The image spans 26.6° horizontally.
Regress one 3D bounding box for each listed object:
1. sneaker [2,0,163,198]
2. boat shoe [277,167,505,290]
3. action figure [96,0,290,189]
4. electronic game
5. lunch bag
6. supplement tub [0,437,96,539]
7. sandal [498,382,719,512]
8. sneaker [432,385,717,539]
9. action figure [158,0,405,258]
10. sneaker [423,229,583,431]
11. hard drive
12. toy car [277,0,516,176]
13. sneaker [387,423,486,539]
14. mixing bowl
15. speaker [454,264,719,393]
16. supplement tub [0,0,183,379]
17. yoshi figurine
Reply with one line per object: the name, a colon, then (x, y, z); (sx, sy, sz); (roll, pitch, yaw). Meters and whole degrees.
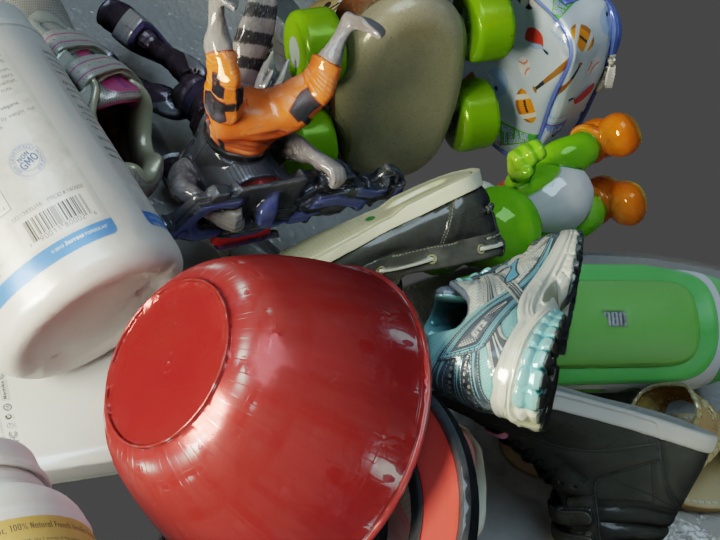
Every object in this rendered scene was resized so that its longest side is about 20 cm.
sneaker: (-0.188, -0.122, 1.031); (0.081, 0.088, 0.202); (-27, 90, -53)
boat shoe: (0.000, 0.000, 1.019); (0.198, 0.068, 0.072); (-23, 14, 2)
action figure: (-0.123, -0.128, 1.095); (0.199, 0.069, 0.131); (34, 80, 28)
electronic game: (-0.022, 0.147, 0.859); (0.042, 0.199, 0.201); (35, 29, -48)
lunch bag: (0.114, -0.194, 1.188); (0.075, 0.161, 0.200); (-26, 61, -33)
supplement tub: (-0.184, 0.200, 0.769); (0.143, 0.145, 0.201); (-15, 57, -28)
sandal: (0.202, 0.108, 1.019); (0.209, 0.070, 0.078); (6, 49, -12)
sneaker: (0.121, 0.123, 0.954); (0.198, 0.100, 0.071); (17, 2, -12)
action figure: (-0.055, -0.092, 1.004); (0.199, 0.195, 0.105); (-6, 43, -42)
sneaker: (0.085, 0.020, 0.918); (0.085, 0.078, 0.200); (11, 22, 10)
hard drive: (-0.187, 0.071, 0.958); (0.198, 0.026, 0.133); (-5, 53, -22)
toy car: (-0.002, -0.182, 1.162); (0.163, 0.159, 0.201); (-11, 43, -20)
sneaker: (0.017, 0.097, 0.937); (0.075, 0.105, 0.202); (16, 43, -45)
mixing bowl: (-0.069, 0.069, 0.838); (0.108, 0.199, 0.202); (32, 35, -42)
speaker: (0.159, 0.042, 1.053); (0.198, 0.089, 0.089); (0, 51, -17)
supplement tub: (-0.209, -0.048, 0.927); (0.131, 0.132, 0.201); (-24, 70, -32)
yoshi figurine: (0.132, -0.043, 1.105); (0.199, 0.112, 0.113); (-24, 67, -29)
